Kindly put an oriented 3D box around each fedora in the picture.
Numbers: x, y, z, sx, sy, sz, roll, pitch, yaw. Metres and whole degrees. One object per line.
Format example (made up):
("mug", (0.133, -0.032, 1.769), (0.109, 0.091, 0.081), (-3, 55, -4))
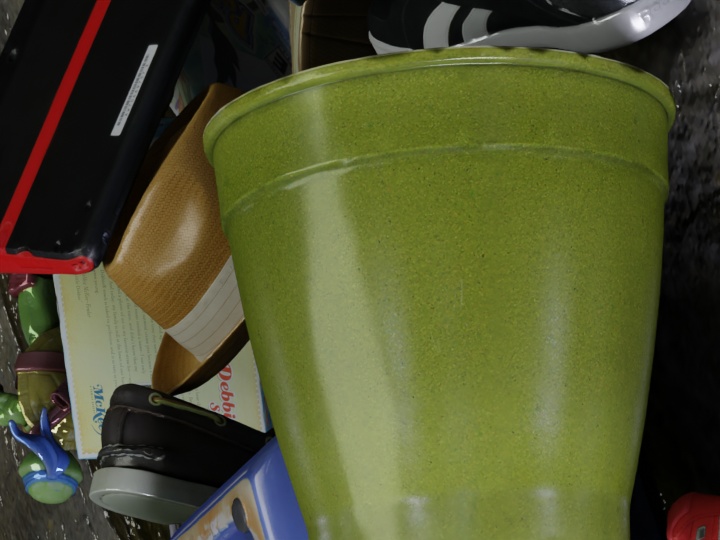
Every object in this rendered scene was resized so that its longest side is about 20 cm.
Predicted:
("fedora", (-0.079, -0.033, 1.302), (0.201, 0.082, 0.201), (-52, 16, 22))

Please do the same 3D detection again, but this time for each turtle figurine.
("turtle figurine", (-0.198, 0.064, 1.607), (0.200, 0.143, 0.195), (55, -141, -68))

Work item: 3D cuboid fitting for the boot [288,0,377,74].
("boot", (-0.027, -0.184, 1.274), (0.154, 0.072, 0.201), (28, 117, 58))

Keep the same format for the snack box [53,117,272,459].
("snack box", (-0.118, 0.011, 1.445), (0.037, 0.115, 0.201), (-84, -9, -68))

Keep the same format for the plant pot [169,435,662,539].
("plant pot", (0.023, 0.165, 1.158), (0.200, 0.179, 0.201), (-44, 58, 59))

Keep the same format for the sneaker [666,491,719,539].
("sneaker", (0.126, 0.176, 1.031), (0.085, 0.077, 0.201), (25, 114, 13))

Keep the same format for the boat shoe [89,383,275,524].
("boat shoe", (-0.048, 0.110, 1.294), (0.072, 0.200, 0.061), (-15, 62, 48))

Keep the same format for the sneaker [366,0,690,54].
("sneaker", (0.055, -0.153, 1.080), (0.200, 0.073, 0.112), (0, 124, 55))

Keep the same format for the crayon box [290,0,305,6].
("crayon box", (-0.088, -0.226, 1.179), (0.052, 0.125, 0.201), (-43, 50, 18))

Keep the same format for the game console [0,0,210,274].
("game console", (-0.154, -0.091, 1.354), (0.176, 0.031, 0.201), (3, 68, 50))

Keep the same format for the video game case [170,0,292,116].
("video game case", (-0.108, -0.173, 1.407), (0.200, 0.022, 0.182), (54, 153, -3))

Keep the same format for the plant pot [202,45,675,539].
("plant pot", (0.038, 0.033, 1.022), (0.200, 0.199, 0.194), (148, 121, -62))
